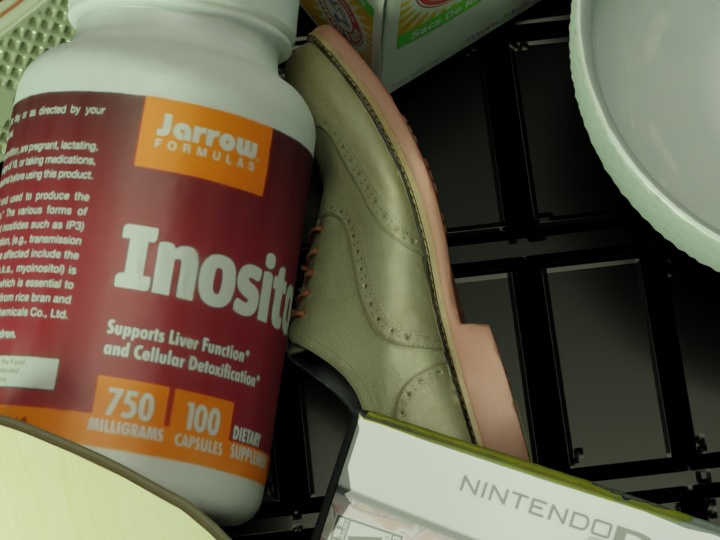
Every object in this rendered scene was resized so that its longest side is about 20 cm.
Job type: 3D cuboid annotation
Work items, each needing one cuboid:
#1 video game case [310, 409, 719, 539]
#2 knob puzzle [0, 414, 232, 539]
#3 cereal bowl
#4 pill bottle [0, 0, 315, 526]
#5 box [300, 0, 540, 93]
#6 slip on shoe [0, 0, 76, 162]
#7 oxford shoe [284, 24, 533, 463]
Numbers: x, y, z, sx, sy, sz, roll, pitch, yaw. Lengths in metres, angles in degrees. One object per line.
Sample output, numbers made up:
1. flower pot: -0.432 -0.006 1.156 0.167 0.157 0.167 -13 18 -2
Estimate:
1. video game case: 0.052 0.170 0.778 0.180 0.026 0.200 18 85 9
2. knob puzzle: -0.104 0.143 0.763 0.219 0.030 0.220 2 102 11
3. cereal bowl: 0.177 -0.078 0.859 0.200 0.083 0.200 0 72 -1
4. pill bottle: -0.078 -0.013 0.816 0.113 0.113 0.200 7 80 5
5. box: 0.056 -0.176 0.887 0.200 0.101 0.113 -32 71 -16
6. slip on shoe: -0.131 -0.086 0.889 0.200 0.074 0.061 -31 35 -16
7. oxford shoe: 0.000 0.000 0.848 0.074 0.071 0.200 -20 69 -2
